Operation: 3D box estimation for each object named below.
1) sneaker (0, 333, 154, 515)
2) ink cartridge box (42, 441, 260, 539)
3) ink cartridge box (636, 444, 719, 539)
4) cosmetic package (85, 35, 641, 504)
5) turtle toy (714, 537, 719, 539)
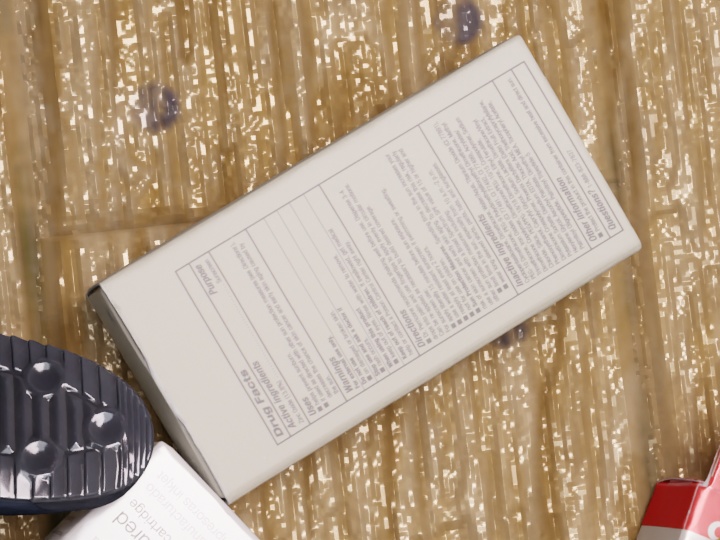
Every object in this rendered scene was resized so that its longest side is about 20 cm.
[{"bbox_3d":[-0.176,0.067,1.104,0.199,0.082,0.070,5,64,4],"label":"sneaker"},{"bbox_3d":[-0.103,0.187,1.118,0.200,0.084,0.145,-45,94,-10],"label":"ink cartridge box"},{"bbox_3d":[0.162,0.161,1.176,0.116,0.067,0.201,22,83,-8],"label":"ink cartridge box"},{"bbox_3d":[0.000,0.000,1.156,0.200,0.071,0.105,-30,92,-11],"label":"cosmetic package"},{"bbox_3d":[0.194,0.155,1.096,0.200,0.101,0.146,-38,93,-11],"label":"turtle toy"}]
